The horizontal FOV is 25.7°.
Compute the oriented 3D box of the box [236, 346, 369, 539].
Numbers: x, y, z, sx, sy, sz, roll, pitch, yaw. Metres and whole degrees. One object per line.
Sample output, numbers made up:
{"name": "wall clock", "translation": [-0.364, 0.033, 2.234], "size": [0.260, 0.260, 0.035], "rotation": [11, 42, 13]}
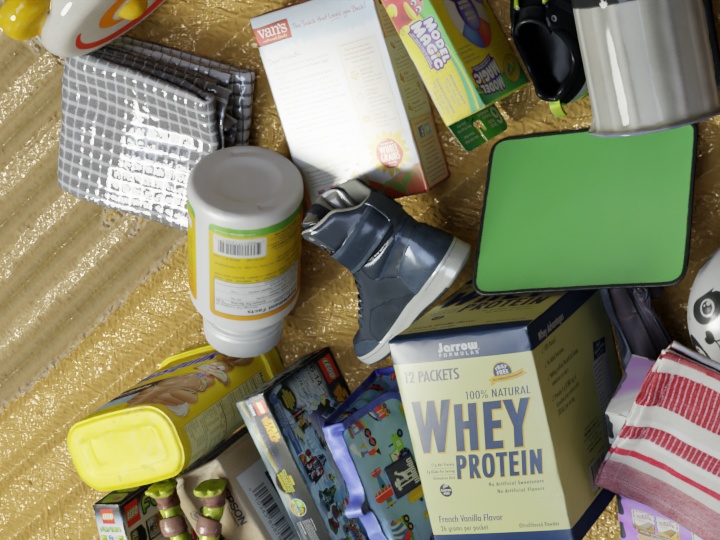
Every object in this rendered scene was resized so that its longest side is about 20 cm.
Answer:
{"name": "box", "translation": [-0.035, 0.192, 1.579], "size": [0.040, 0.137, 0.201], "rotation": [-22, 96, 31]}

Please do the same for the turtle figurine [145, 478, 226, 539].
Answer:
{"name": "turtle figurine", "translation": [-0.148, 0.283, 1.518], "size": [0.199, 0.064, 0.162], "rotation": [0, 99, 32]}

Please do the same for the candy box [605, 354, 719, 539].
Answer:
{"name": "candy box", "translation": [0.310, 0.178, 1.380], "size": [0.167, 0.072, 0.200], "rotation": [14, 142, 25]}

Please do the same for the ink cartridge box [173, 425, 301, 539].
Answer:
{"name": "ink cartridge box", "translation": [-0.083, 0.260, 1.610], "size": [0.075, 0.165, 0.200], "rotation": [-30, 92, 30]}

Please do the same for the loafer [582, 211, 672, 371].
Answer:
{"name": "loafer", "translation": [0.253, 0.033, 1.423], "size": [0.063, 0.072, 0.201], "rotation": [-16, 103, 12]}

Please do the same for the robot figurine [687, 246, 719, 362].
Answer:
{"name": "robot figurine", "translation": [0.374, 0.044, 1.320], "size": [0.199, 0.125, 0.151], "rotation": [15, 84, 22]}

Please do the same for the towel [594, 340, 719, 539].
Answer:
{"name": "towel", "translation": [0.282, 0.150, 1.285], "size": [0.144, 0.023, 0.200], "rotation": [26, 142, 9]}

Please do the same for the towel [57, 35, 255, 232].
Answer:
{"name": "towel", "translation": [-0.212, -0.137, 1.591], "size": [0.199, 0.086, 0.166], "rotation": [19, 115, 21]}

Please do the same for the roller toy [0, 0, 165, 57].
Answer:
{"name": "roller toy", "translation": [-0.253, -0.297, 1.497], "size": [0.182, 0.200, 0.140], "rotation": [-40, 87, 18]}

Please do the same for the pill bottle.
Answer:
{"name": "pill bottle", "translation": [-0.114, -0.013, 1.546], "size": [0.111, 0.111, 0.201], "rotation": [23, 136, 19]}

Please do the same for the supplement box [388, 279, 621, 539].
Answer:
{"name": "supplement box", "translation": [0.144, 0.121, 1.424], "size": [0.134, 0.200, 0.201], "rotation": [-8, 102, 28]}

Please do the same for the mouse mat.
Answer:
{"name": "mouse mat", "translation": [0.197, -0.055, 1.391], "size": [0.199, 0.008, 0.162], "rotation": [-3, 64, 28]}

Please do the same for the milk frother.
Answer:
{"name": "milk frother", "translation": [0.243, -0.207, 1.263], "size": [0.180, 0.200, 0.189], "rotation": [-8, 103, 25]}

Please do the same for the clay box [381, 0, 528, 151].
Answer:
{"name": "clay box", "translation": [0.081, -0.211, 1.395], "size": [0.048, 0.115, 0.201], "rotation": [-27, 94, 31]}

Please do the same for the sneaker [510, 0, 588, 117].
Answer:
{"name": "sneaker", "translation": [0.163, -0.234, 1.362], "size": [0.071, 0.083, 0.201], "rotation": [-10, 102, 29]}

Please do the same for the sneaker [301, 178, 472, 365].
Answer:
{"name": "sneaker", "translation": [0.001, -0.001, 1.494], "size": [0.146, 0.077, 0.202], "rotation": [31, 139, -5]}

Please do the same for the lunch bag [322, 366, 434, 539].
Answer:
{"name": "lunch bag", "translation": [0.033, 0.187, 1.504], "size": [0.094, 0.200, 0.151], "rotation": [-19, 98, 32]}

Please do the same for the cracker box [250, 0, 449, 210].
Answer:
{"name": "cracker box", "translation": [-0.009, -0.163, 1.492], "size": [0.134, 0.058, 0.201], "rotation": [-10, 103, 30]}

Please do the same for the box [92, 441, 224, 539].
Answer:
{"name": "box", "translation": [-0.197, 0.254, 1.648], "size": [0.035, 0.200, 0.111], "rotation": [-4, 104, 28]}

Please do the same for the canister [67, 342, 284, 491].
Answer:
{"name": "canister", "translation": [-0.185, 0.143, 1.603], "size": [0.148, 0.200, 0.087], "rotation": [-16, 100, 31]}
